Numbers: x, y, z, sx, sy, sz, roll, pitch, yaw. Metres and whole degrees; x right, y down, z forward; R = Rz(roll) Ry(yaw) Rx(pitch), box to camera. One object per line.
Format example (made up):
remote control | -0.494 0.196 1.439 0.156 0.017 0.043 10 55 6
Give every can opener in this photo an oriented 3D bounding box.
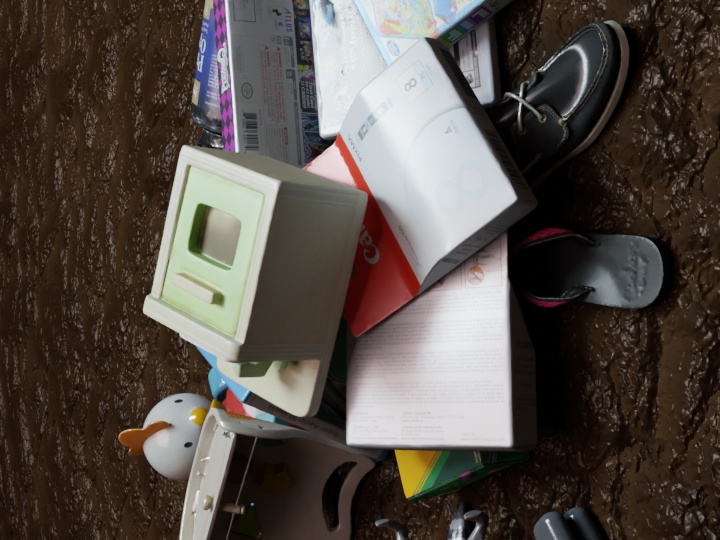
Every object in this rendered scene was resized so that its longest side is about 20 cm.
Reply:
can opener | 0.187 0.280 0.891 0.067 0.052 0.201 -54 48 43

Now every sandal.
sandal | 0.159 -0.003 0.934 0.199 0.045 0.076 0 93 56

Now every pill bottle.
pill bottle | -0.130 -0.214 1.307 0.112 0.111 0.202 32 117 51

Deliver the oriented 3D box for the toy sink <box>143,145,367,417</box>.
toy sink | -0.095 0.011 0.972 0.130 0.111 0.202 23 104 41

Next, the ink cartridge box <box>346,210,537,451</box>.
ink cartridge box | 0.065 0.048 0.976 0.161 0.057 0.202 -5 78 34

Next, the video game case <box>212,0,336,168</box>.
video game case | -0.051 -0.187 1.126 0.036 0.180 0.202 -14 80 59

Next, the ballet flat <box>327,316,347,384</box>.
ballet flat | 0.000 0.000 1.060 0.072 0.071 0.202 34 114 51

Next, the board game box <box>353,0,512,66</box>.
board game box | 0.042 -0.292 1.034 0.134 0.034 0.201 -33 72 24

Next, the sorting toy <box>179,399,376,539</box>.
sorting toy | -0.081 0.225 1.190 0.107 0.178 0.202 -107 32 -62

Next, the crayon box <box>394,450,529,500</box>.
crayon box | 0.072 0.093 1.056 0.119 0.058 0.202 -37 60 50

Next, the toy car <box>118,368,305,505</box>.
toy car | -0.164 0.173 1.289 0.177 0.198 0.186 -47 54 46

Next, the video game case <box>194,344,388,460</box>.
video game case | -0.073 0.118 1.160 0.018 0.199 0.143 -55 42 6

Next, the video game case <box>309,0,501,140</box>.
video game case | 0.036 -0.234 1.068 0.180 0.023 0.203 -8 84 29

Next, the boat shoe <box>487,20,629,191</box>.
boat shoe | 0.141 -0.121 0.941 0.200 0.067 0.072 -49 52 42

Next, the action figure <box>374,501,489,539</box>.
action figure | 0.106 0.304 1.012 0.198 0.104 0.196 -14 85 28

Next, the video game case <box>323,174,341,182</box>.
video game case | -0.042 0.015 1.090 0.143 0.017 0.202 -16 -62 -87

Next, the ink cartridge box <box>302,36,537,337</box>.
ink cartridge box | 0.024 -0.065 0.954 0.199 0.047 0.161 -37 69 23
